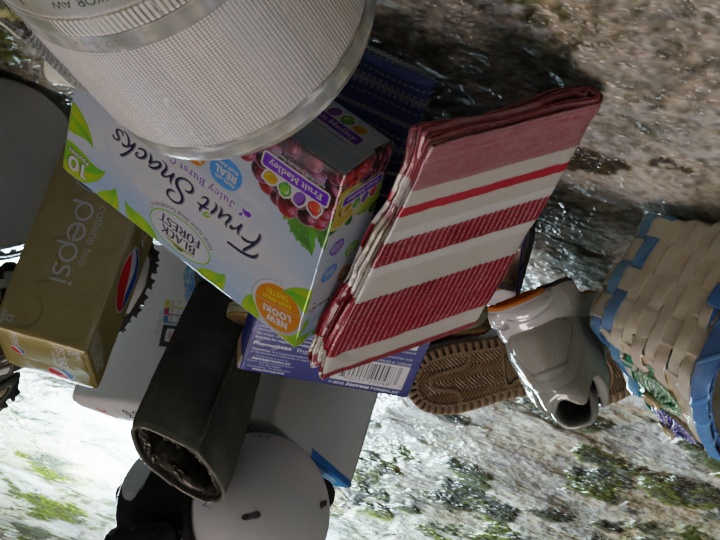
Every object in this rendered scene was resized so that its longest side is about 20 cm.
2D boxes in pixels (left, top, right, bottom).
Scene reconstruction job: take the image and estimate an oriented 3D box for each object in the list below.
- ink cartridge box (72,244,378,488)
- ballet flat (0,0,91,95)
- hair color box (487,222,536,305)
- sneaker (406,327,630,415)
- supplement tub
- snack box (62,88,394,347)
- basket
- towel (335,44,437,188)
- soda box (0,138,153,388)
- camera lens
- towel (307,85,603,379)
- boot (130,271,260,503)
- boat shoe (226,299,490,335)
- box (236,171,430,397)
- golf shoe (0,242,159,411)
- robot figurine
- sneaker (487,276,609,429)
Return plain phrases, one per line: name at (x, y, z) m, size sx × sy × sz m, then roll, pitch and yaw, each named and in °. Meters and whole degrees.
ink cartridge box at (-0.104, 0.077, 1.521) m, size 0.199 × 0.146 × 0.147 m, roll 4°, pitch 156°, yaw 30°
ballet flat at (-0.172, -0.147, 1.050) m, size 0.200 × 0.072 × 0.072 m, roll 42°, pitch 162°, yaw 12°
hair color box at (0.018, -0.042, 1.248) m, size 0.199 × 0.065 × 0.109 m, roll 13°, pitch 158°, yaw 8°
sneaker at (0.115, 0.067, 1.415) m, size 0.199 × 0.072 × 0.112 m, roll -3°, pitch -173°, yaw -15°
supplement tub at (-0.283, -0.049, 1.373) m, size 0.131 × 0.133 × 0.200 m, roll 22°, pitch 159°, yaw -11°
snack box at (-0.085, -0.068, 1.103) m, size 0.200 × 0.053 × 0.143 m, roll 36°, pitch 137°, yaw 20°
basket at (0.260, 0.056, 1.187) m, size 0.199 × 0.140 × 0.176 m, roll 16°, pitch 160°, yaw 31°
towel at (-0.048, -0.075, 1.158) m, size 0.144 × 0.024 × 0.201 m, roll 22°, pitch 136°, yaw -1°
soda box at (-0.177, -0.029, 1.238) m, size 0.067 × 0.201 × 0.064 m, roll 15°, pitch 155°, yaw 6°
camera lens at (-0.093, -0.161, 0.902) m, size 0.159 × 0.161 × 0.200 m, roll 6°, pitch 156°, yaw 28°
towel at (0.053, -0.023, 1.097) m, size 0.023 × 0.143 × 0.201 m, roll 51°, pitch 136°, yaw 26°
boot at (-0.122, 0.039, 1.336) m, size 0.072 × 0.201 × 0.182 m, roll -10°, pitch 132°, yaw 47°
boat shoe at (-0.001, 0.014, 1.326) m, size 0.199 × 0.065 × 0.073 m, roll 2°, pitch 175°, yaw -24°
box at (0.000, 0.000, 1.184) m, size 0.120 × 0.033 × 0.201 m, roll 11°, pitch 136°, yaw -10°
golf shoe at (-0.230, 0.026, 1.276) m, size 0.078 × 0.200 × 0.095 m, roll 46°, pitch 169°, yaw 36°
robot figurine at (-0.110, 0.191, 1.429) m, size 0.199 × 0.151 × 0.125 m, roll -13°, pitch 128°, yaw 50°
sneaker at (0.137, 0.064, 1.251) m, size 0.075 × 0.093 × 0.200 m, roll -20°, pitch 169°, yaw 16°
